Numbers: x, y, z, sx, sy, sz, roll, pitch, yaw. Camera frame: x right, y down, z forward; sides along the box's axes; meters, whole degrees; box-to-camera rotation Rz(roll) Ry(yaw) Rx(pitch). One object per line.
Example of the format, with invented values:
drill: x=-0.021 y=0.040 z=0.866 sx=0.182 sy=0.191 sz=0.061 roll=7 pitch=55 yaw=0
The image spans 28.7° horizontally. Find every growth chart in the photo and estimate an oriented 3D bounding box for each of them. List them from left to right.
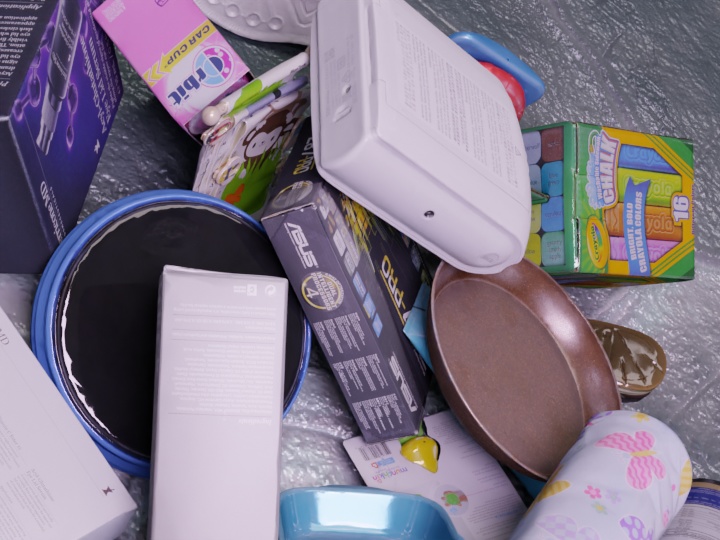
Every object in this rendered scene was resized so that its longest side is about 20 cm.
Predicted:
growth chart: x=-0.083 y=-0.085 z=1.058 sx=0.018 sy=0.201 sz=0.144 roll=39 pitch=53 yaw=15

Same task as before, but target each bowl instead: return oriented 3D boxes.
bowl: x=-0.125 y=0.043 z=0.970 sx=0.198 sy=0.039 sz=0.204 roll=2 pitch=84 yaw=-22

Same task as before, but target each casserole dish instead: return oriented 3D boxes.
casserole dish: x=0.004 y=0.183 z=0.905 sx=0.119 sy=0.039 sz=0.200 roll=5 pitch=8 yaw=-7

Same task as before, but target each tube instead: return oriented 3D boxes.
tube: x=0.103 y=0.101 z=1.076 sx=0.201 sy=0.050 sz=0.078 roll=50 pitch=22 yaw=-12

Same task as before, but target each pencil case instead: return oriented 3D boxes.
pencil case: x=0.153 y=0.174 z=0.922 sx=0.090 sy=0.083 sz=0.200 roll=39 pitch=40 yaw=6

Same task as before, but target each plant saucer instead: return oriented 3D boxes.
plant saucer: x=0.118 y=0.073 z=1.053 sx=0.199 sy=0.034 sz=0.202 roll=29 pitch=43 yaw=-30

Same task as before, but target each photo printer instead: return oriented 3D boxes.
photo printer: x=0.050 y=-0.099 z=1.022 sx=0.199 sy=0.069 sz=0.168 roll=31 pitch=43 yaw=-39

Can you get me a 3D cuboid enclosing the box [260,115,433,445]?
box: x=0.000 y=0.000 z=1.042 sx=0.162 sy=0.048 sz=0.202 roll=-68 pitch=139 yaw=-56

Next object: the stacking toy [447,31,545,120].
stacking toy: x=0.087 y=-0.096 z=1.240 sx=0.115 sy=0.109 sz=0.203 roll=26 pitch=56 yaw=-30

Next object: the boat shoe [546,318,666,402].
boat shoe: x=0.150 y=0.067 z=1.164 sx=0.198 sy=0.065 sz=0.074 roll=21 pitch=56 yaw=9

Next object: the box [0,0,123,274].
box: x=-0.251 y=-0.119 z=0.995 sx=0.103 sy=0.149 sz=0.202 roll=3 pitch=49 yaw=7

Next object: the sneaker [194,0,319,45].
sneaker: x=-0.070 y=-0.281 z=1.304 sx=0.197 sy=0.081 sz=0.148 roll=14 pitch=41 yaw=-16

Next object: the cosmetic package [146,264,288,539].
cosmetic package: x=-0.093 y=0.105 z=0.893 sx=0.089 sy=0.107 sz=0.203 roll=6 pitch=82 yaw=-9

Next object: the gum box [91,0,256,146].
gum box: x=-0.122 y=-0.146 z=1.094 sx=0.066 sy=0.200 sz=0.114 roll=-40 pitch=77 yaw=0

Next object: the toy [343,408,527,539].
toy: x=0.074 y=0.200 z=1.025 sx=0.114 sy=0.047 sz=0.201 roll=-11 pitch=57 yaw=-31

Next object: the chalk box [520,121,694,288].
chalk box: x=0.172 y=-0.052 z=1.180 sx=0.198 sy=0.124 sz=0.126 roll=2 pitch=86 yaw=-38

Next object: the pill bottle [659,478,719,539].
pill bottle: x=0.233 y=0.235 z=1.005 sx=0.112 sy=0.112 sz=0.200 roll=43 pitch=25 yaw=6

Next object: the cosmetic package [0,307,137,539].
cosmetic package: x=-0.259 y=0.114 z=0.889 sx=0.150 sy=0.052 sz=0.201 roll=-27 pitch=72 yaw=-36
